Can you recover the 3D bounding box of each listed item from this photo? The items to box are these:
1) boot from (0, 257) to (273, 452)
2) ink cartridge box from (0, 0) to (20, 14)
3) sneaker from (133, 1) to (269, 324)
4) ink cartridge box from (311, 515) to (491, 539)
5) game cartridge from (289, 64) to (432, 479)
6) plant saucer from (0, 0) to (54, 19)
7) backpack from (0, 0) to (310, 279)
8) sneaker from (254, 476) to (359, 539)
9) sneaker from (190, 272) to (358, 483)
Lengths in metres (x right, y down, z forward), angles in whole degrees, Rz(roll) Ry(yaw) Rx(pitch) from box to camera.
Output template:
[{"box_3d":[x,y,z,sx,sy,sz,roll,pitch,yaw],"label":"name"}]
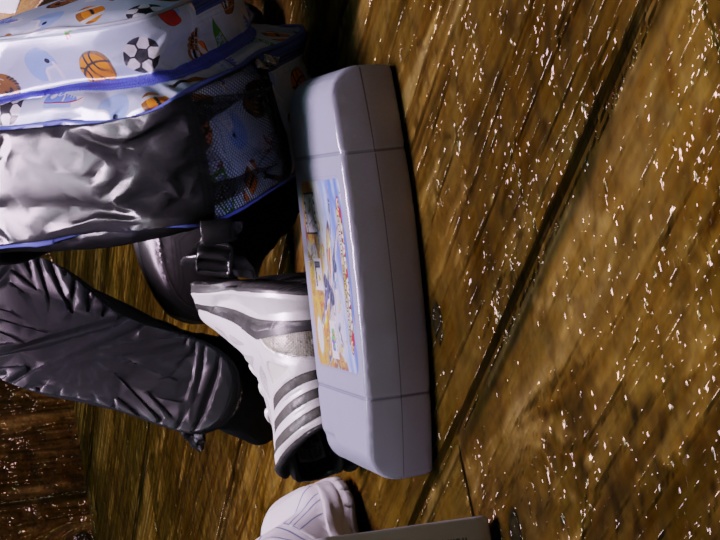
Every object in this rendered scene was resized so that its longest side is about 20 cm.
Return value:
[{"box_3d":[-0.149,0.055,1.516,0.168,0.200,0.077,44,-112,-79],"label":"boot"},{"box_3d":[-0.185,-0.233,1.379,0.160,0.047,0.200,11,79,51],"label":"ink cartridge box"},{"box_3d":[-0.089,-0.066,1.464,0.079,0.075,0.200,-169,85,-66],"label":"sneaker"},{"box_3d":[0.022,0.226,1.099,0.146,0.084,0.200,120,142,-71],"label":"ink cartridge box"},{"box_3d":[0.000,0.000,1.210,0.133,0.041,0.200,-172,76,-82],"label":"game cartridge"},{"box_3d":[-0.158,-0.202,1.498,0.035,0.200,0.200,46,165,1],"label":"plant saucer"},{"box_3d":[-0.115,-0.081,1.307,0.190,0.200,0.154,-21,-70,-60],"label":"backpack"},{"box_3d":[-0.037,0.164,1.351,0.200,0.087,0.075,-149,51,-77],"label":"sneaker"},{"box_3d":[-0.049,0.061,1.379,0.200,0.076,0.116,-175,81,-76],"label":"sneaker"}]
